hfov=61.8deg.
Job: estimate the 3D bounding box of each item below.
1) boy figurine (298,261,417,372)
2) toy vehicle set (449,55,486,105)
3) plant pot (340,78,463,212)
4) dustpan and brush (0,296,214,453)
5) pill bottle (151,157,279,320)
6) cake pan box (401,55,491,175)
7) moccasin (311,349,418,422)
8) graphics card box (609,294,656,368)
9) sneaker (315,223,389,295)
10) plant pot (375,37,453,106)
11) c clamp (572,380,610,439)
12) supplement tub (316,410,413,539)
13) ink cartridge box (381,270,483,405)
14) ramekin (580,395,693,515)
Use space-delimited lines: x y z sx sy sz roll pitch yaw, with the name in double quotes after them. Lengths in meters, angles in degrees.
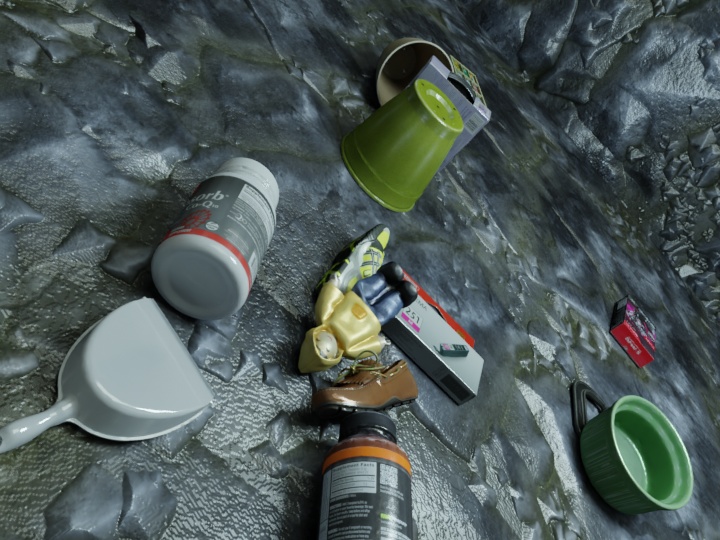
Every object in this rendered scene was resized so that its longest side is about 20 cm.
-0.013 0.063 0.811 0.198 0.064 0.126 -34 89 -36 "boy figurine"
0.339 -0.599 1.938 0.122 0.026 0.204 26 40 -30 "toy vehicle set"
0.095 -0.255 1.175 0.198 0.192 0.204 29 38 -26 "plant pot"
-0.248 0.114 0.561 0.141 0.057 0.199 53 27 9 "dustpan and brush"
-0.168 -0.047 0.742 0.115 0.116 0.202 35 35 -18 "pill bottle"
0.163 -0.339 1.331 0.183 0.200 0.053 37 39 -11 "cake pan box"
0.008 0.147 0.780 0.199 0.073 0.080 -2 71 -49 "moccasin"
0.745 0.161 1.639 0.126 0.051 0.199 50 33 2 "graphics card box"
0.000 0.000 0.938 0.077 0.075 0.201 49 44 -12 "sneaker"
0.112 -0.478 1.450 0.185 0.188 0.202 29 24 -25 "plant pot"
0.487 0.324 1.212 0.169 0.027 0.202 33 38 -15 "c clamp"
0.006 0.259 0.650 0.106 0.107 0.203 31 38 -24 "supplement tub"
0.126 0.095 1.005 0.200 0.043 0.174 44 35 -8 "ink cartridge box"
0.501 0.345 1.108 0.195 0.098 0.204 17 51 -22 "ramekin"
